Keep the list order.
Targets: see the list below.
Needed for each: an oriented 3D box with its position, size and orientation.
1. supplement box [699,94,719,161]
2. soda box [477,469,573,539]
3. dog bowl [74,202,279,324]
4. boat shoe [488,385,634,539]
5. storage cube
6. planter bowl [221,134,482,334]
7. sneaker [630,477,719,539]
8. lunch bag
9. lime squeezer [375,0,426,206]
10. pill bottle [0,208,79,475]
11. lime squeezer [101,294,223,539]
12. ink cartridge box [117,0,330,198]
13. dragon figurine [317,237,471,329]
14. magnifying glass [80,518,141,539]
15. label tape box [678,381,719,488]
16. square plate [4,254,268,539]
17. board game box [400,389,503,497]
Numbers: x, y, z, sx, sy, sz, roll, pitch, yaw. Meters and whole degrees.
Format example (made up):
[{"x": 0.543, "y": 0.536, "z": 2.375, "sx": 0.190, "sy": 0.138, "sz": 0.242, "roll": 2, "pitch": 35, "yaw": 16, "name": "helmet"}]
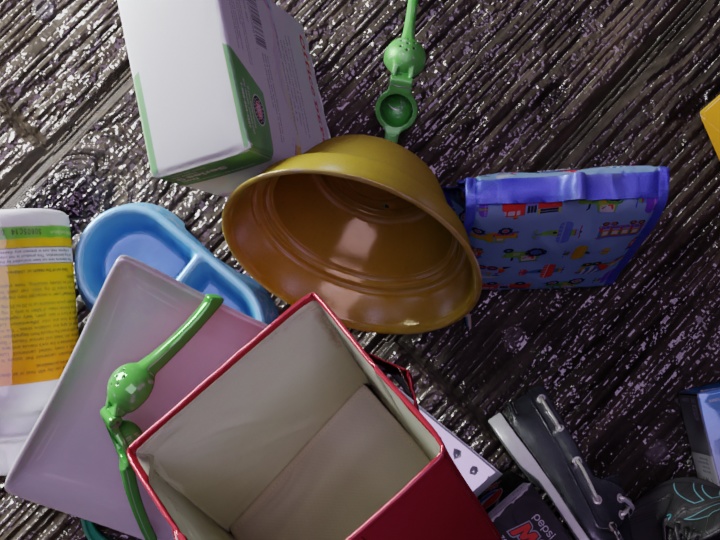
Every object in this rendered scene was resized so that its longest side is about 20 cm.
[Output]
[{"x": 0.427, "y": -0.097, "z": 0.889, "sx": 0.197, "sy": 0.133, "sz": 0.200, "roll": -22, "pitch": 83, "yaw": -4, "name": "supplement box"}, {"x": 0.159, "y": 0.261, "z": 0.854, "sx": 0.070, "sy": 0.063, "sz": 0.201, "roll": -38, "pitch": 95, "yaw": -8, "name": "soda box"}, {"x": -0.158, "y": 0.022, "z": 0.906, "sx": 0.199, "sy": 0.050, "sz": 0.112, "roll": 39, "pitch": 84, "yaw": 4, "name": "dog bowl"}, {"x": 0.183, "y": 0.181, "z": 0.860, "sx": 0.060, "sy": 0.076, "sz": 0.201, "roll": -37, "pitch": 70, "yaw": 0, "name": "boat shoe"}, {"x": -0.025, "y": 0.164, "z": 0.769, "sx": 0.199, "sy": 0.180, "sz": 0.171, "roll": -39, "pitch": 51, "yaw": -6, "name": "storage cube"}, {"x": 0.002, "y": -0.041, "z": 0.805, "sx": 0.197, "sy": 0.201, "sz": 0.085, "roll": 17, "pitch": 59, "yaw": 2, "name": "planter bowl"}, {"x": 0.269, "y": 0.202, "z": 0.824, "sx": 0.078, "sy": 0.199, "sz": 0.077, "roll": -11, "pitch": 84, "yaw": -40, "name": "sneaker"}, {"x": 0.146, "y": -0.042, "z": 0.843, "sx": 0.147, "sy": 0.200, "sz": 0.096, "roll": -2, "pitch": 83, "yaw": -2, "name": "lunch bag"}, {"x": 0.029, "y": -0.153, "z": 0.919, "sx": 0.037, "sy": 0.071, "sz": 0.204, "roll": 11, "pitch": 83, "yaw": -17, "name": "lime squeezer"}, {"x": -0.282, "y": 0.057, "z": 0.865, "sx": 0.109, "sy": 0.111, "sz": 0.204, "roll": -5, "pitch": 89, "yaw": -2, "name": "pill bottle"}, {"x": -0.163, "y": 0.111, "z": 0.806, "sx": 0.037, "sy": 0.070, "sz": 0.203, "roll": 22, "pitch": 102, "yaw": 34, "name": "lime squeezer"}, {"x": -0.097, "y": -0.139, "z": 0.847, "sx": 0.086, "sy": 0.200, "sz": 0.148, "roll": -15, "pitch": 84, "yaw": 17, "name": "ink cartridge box"}, {"x": 0.000, "y": 0.000, "z": 0.902, "sx": 0.099, "sy": 0.059, "sz": 0.200, "roll": -45, "pitch": 84, "yaw": 5, "name": "dragon figurine"}, {"x": -0.185, "y": 0.139, "z": 0.876, "sx": 0.078, "sy": 0.022, "sz": 0.204, "roll": 4, "pitch": 98, "yaw": -12, "name": "magnifying glass"}, {"x": 0.360, "y": 0.183, "z": 0.887, "sx": 0.142, "sy": 0.063, "sz": 0.204, "roll": -12, "pitch": 84, "yaw": -2, "name": "label tape box"}, {"x": -0.148, "y": 0.114, "z": 0.849, "sx": 0.196, "sy": 0.028, "sz": 0.202, "roll": 27, "pitch": 94, "yaw": -26, "name": "square plate"}, {"x": 0.026, "y": 0.224, "z": 0.895, "sx": 0.199, "sy": 0.026, "sz": 0.201, "roll": 38, "pitch": 83, "yaw": 3, "name": "board game box"}]
